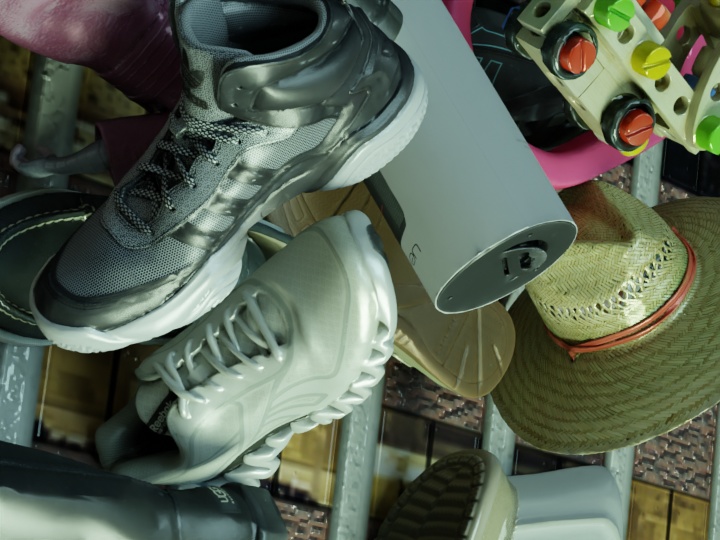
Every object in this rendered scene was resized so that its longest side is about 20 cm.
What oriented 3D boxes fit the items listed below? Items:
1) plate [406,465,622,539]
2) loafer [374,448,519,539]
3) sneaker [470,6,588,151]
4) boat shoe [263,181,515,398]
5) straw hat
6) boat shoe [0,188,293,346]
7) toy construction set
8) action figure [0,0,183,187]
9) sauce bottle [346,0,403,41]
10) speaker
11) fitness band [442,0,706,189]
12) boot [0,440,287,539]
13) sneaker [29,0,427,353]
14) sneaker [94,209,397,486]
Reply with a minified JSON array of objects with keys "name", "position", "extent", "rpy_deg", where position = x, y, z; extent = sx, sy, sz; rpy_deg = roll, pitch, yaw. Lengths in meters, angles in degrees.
[{"name":"plate","position":[0.097,0.214,1.429],"extent":[0.199,0.032,0.200],"rpy_deg":[2,87,-52]},{"name":"loafer","position":[0.041,0.193,1.325],"extent":[0.068,0.076,0.200],"rpy_deg":[26,78,-36]},{"name":"sneaker","position":[0.048,-0.096,1.369],"extent":[0.200,0.075,0.079],"rpy_deg":[-8,65,-45]},{"name":"boat shoe","position":[0.000,0.000,1.305],"extent":[0.200,0.063,0.073],"rpy_deg":[46,70,-35]},{"name":"straw hat","position":[0.129,-0.001,1.350],"extent":[0.085,0.201,0.201],"rpy_deg":[53,50,-30]},{"name":"boat shoe","position":[-0.103,-0.003,1.168],"extent":[0.200,0.060,0.076],"rpy_deg":[-7,94,-51]},{"name":"toy construction set","position":[0.143,-0.136,1.286],"extent":[0.200,0.092,0.131],"rpy_deg":[43,84,-26]},{"name":"action figure","position":[-0.094,-0.112,1.127],"extent":[0.200,0.149,0.134],"rpy_deg":[39,52,-27]},{"name":"sauce bottle","position":[-0.060,-0.166,1.150],"extent":[0.200,0.065,0.065],"rpy_deg":[43,55,-26]},{"name":"speaker","position":[0.026,-0.080,1.240],"extent":[0.081,0.081,0.200],"rpy_deg":[-5,59,-51]},{"name":"fitness band","position":[0.114,-0.123,1.343],"extent":[0.200,0.037,0.144],"rpy_deg":[-27,105,-41]},{"name":"boot","position":[-0.148,0.152,1.091],"extent":[0.200,0.066,0.165],"rpy_deg":[11,108,-41]},{"name":"sneaker","position":[-0.070,-0.055,1.066],"extent":[0.200,0.076,0.114],"rpy_deg":[-37,143,-5]},{"name":"sneaker","position":[-0.052,0.045,1.140],"extent":[0.081,0.200,0.075],"rpy_deg":[-4,58,-37]}]
